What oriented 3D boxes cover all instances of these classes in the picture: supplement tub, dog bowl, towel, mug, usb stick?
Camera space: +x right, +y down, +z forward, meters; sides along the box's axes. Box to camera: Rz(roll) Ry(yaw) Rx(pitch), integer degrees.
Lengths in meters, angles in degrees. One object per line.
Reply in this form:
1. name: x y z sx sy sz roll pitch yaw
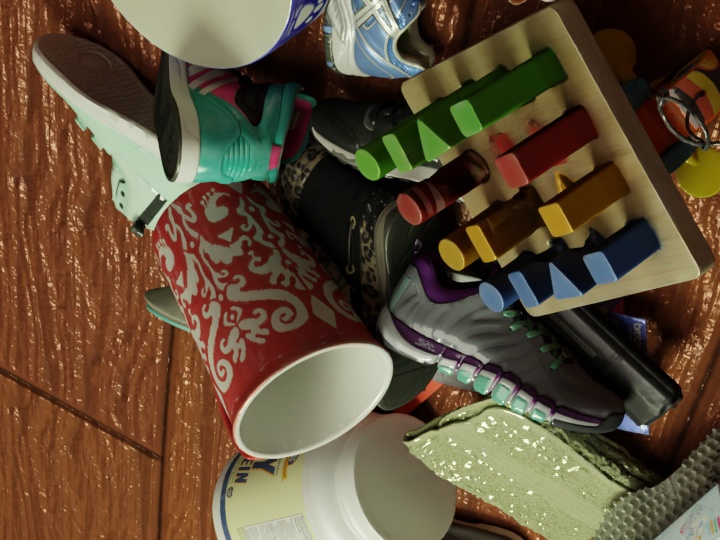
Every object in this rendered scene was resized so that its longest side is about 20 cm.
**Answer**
1. supplement tub: -0.024 0.209 1.528 0.200 0.145 0.145 -22 108 46
2. dog bowl: -0.112 -0.257 1.275 0.200 0.079 0.200 21 133 24
3. towel: 0.148 0.167 1.400 0.200 0.036 0.148 32 143 -22
4. mug: -0.093 0.044 1.335 0.178 0.133 0.200 -46 55 21
5. usb stick: 0.161 0.041 1.285 0.200 0.033 0.055 43 144 4

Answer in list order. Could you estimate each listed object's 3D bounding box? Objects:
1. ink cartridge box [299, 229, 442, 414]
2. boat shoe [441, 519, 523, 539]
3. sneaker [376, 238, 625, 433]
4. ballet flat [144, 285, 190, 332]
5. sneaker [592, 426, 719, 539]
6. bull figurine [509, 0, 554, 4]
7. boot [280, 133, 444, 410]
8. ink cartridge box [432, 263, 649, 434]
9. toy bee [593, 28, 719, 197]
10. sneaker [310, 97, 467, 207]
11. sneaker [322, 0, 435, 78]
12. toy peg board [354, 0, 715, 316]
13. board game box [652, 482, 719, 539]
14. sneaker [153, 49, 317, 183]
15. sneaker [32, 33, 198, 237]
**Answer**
1. ink cartridge box: -0.021 0.052 1.472 0.200 0.050 0.109 44 138 0
2. boat shoe: 0.063 0.262 1.571 0.200 0.057 0.067 4 125 35
3. sneaker: 0.114 0.050 1.259 0.200 0.074 0.088 23 106 5
4. ballet flat: -0.093 0.040 1.447 0.200 0.067 0.064 25 108 19
5. sneaker: 0.273 0.204 1.331 0.100 0.070 0.200 34 123 -20
6. bull figurine: 0.075 -0.242 1.102 0.200 0.065 0.121 36 148 62
7. boot: 0.001 -0.001 1.372 0.154 0.073 0.204 40 142 41
8. ink cartridge box: 0.146 0.056 1.356 0.200 0.042 0.119 15 128 31
9. toy bee: 0.218 -0.106 1.143 0.200 0.109 0.131 21 148 57
10. sneaker: 0.060 -0.112 1.278 0.200 0.076 0.088 20 122 16
11. sneaker: 0.017 -0.223 1.216 0.077 0.076 0.200 16 141 19
12. toy peg board: 0.101 -0.051 1.136 0.199 0.098 0.200 60 151 -6
13. board game box: 0.310 0.237 1.293 0.200 0.043 0.199 11 143 -21
14. sneaker: -0.098 -0.133 1.341 0.121 0.200 0.084 5 126 -16
15. sneaker: -0.221 -0.112 1.472 0.200 0.074 0.118 39 131 1
